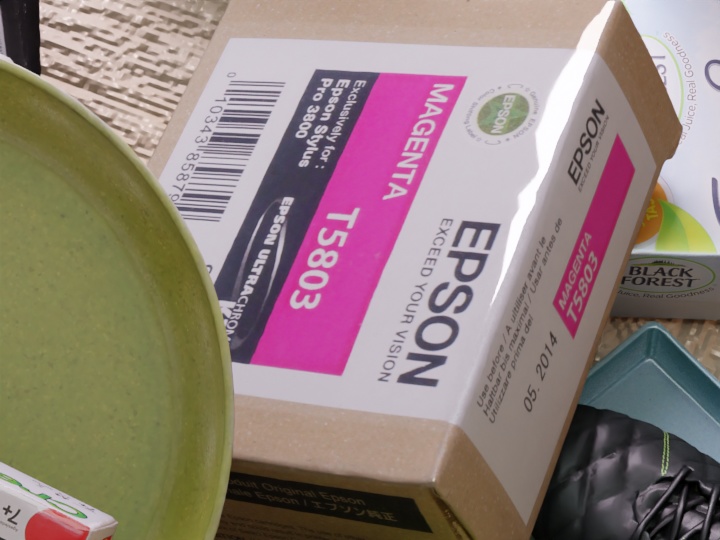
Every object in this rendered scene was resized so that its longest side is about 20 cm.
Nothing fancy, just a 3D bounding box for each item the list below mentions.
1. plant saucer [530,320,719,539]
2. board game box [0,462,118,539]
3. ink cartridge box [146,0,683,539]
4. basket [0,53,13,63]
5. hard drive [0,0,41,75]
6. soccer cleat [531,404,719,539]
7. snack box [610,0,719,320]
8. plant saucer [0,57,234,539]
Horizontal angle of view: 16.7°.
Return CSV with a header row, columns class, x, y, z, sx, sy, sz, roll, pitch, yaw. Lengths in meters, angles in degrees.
class,x,y,z,sx,sy,sz,roll,pitch,yaw
plant saucer,0.055,0.099,0.855,0.200,0.019,0.070,-36,68,-22
board game box,-0.178,0.079,0.628,0.199,0.035,0.127,25,92,6
ink cartridge box,0.000,0.000,0.843,0.164,0.075,0.201,4,55,30
basket,-0.205,-0.004,0.777,0.199,0.198,0.162,16,86,4
hard drive,-0.142,-0.151,0.919,0.038,0.140,0.201,-2,61,-4
soccer cleat,0.136,0.103,0.807,0.200,0.081,0.068,36,66,8
snack box,0.172,-0.052,0.928,0.199,0.053,0.143,2,59,-1
plant saucer,-0.130,0.038,0.660,0.199,0.031,0.201,0,88,5
